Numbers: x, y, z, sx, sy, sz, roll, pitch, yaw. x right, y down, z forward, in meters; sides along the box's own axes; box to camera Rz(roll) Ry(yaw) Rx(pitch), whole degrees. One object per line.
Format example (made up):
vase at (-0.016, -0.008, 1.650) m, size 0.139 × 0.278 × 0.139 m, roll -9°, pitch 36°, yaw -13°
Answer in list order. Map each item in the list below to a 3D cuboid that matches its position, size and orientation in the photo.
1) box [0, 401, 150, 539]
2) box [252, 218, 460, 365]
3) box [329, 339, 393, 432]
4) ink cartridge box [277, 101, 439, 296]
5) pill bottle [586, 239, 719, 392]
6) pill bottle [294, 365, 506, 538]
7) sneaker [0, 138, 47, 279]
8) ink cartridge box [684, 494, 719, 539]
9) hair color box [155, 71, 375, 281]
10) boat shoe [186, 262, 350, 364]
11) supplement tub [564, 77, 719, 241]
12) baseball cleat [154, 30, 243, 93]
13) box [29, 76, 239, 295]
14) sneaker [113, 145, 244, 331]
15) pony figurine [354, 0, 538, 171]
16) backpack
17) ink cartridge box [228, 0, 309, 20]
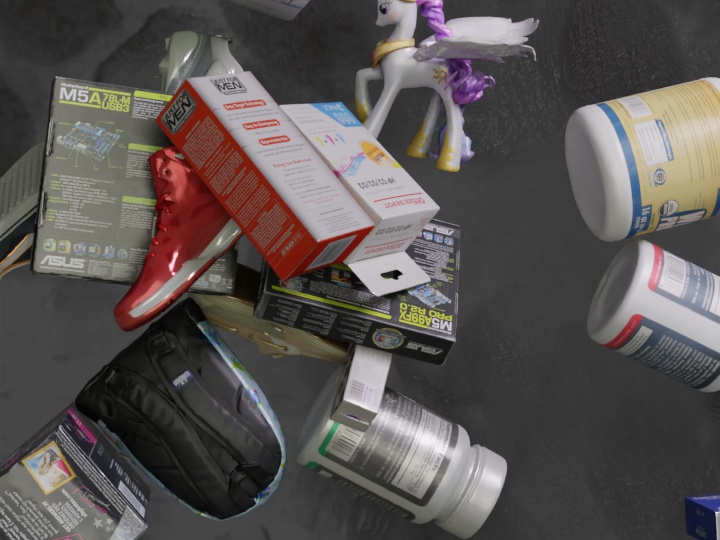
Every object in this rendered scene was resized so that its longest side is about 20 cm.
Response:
box at (-0.287, 0.222, 1.460) m, size 0.115 × 0.200 × 0.132 m, roll -40°, pitch 96°, yaw -4°
box at (0.000, 0.000, 1.521) m, size 0.200 × 0.044 × 0.160 m, roll 14°, pitch 48°, yaw -10°
box at (0.012, 0.073, 1.521) m, size 0.041 × 0.039 × 0.200 m, roll 23°, pitch 46°, yaw -9°
ink cartridge box at (-0.003, -0.074, 1.478) m, size 0.200 × 0.115 × 0.068 m, roll 48°, pitch 119°, yaw 16°
pill bottle at (0.353, 0.060, 1.590) m, size 0.200 × 0.120 × 0.120 m, roll 26°, pitch 87°, yaw -8°
pill bottle at (0.042, 0.191, 1.551) m, size 0.200 × 0.113 × 0.113 m, roll 29°, pitch 87°, yaw -8°
sneaker at (-0.321, -0.068, 1.517) m, size 0.200 × 0.078 × 0.079 m, roll -40°, pitch 140°, yaw -19°
ink cartridge box at (0.462, 0.265, 1.621) m, size 0.200 × 0.094 × 0.044 m, roll -4°, pitch 92°, yaw -8°
hair color box at (-0.088, -0.091, 1.397) m, size 0.200 × 0.101 × 0.061 m, roll 52°, pitch 122°, yaw 13°
boat shoe at (-0.083, 0.054, 1.560) m, size 0.200 × 0.072 × 0.065 m, roll 22°, pitch 128°, yaw -8°
supplement tub at (0.329, -0.120, 1.571) m, size 0.200 × 0.145 × 0.145 m, roll -14°, pitch 93°, yaw -7°
baseball cleat at (-0.165, -0.145, 1.534) m, size 0.106 × 0.070 × 0.200 m, roll 6°, pitch 90°, yaw 1°
box at (-0.213, -0.080, 1.473) m, size 0.200 × 0.048 × 0.193 m, roll 6°, pitch 86°, yaw -15°
sneaker at (-0.185, -0.042, 1.428) m, size 0.116 × 0.078 × 0.200 m, roll 46°, pitch 66°, yaw -3°
pony figurine at (0.079, -0.208, 1.543) m, size 0.193 × 0.167 × 0.200 m, roll 9°, pitch 106°, yaw 3°
backpack at (-0.159, 0.157, 1.518) m, size 0.163 × 0.154 × 0.200 m, roll -44°, pitch 76°, yaw -6°
ink cartridge box at (-0.072, -0.339, 1.482) m, size 0.084 × 0.200 × 0.145 m, roll 17°, pitch 89°, yaw -10°
